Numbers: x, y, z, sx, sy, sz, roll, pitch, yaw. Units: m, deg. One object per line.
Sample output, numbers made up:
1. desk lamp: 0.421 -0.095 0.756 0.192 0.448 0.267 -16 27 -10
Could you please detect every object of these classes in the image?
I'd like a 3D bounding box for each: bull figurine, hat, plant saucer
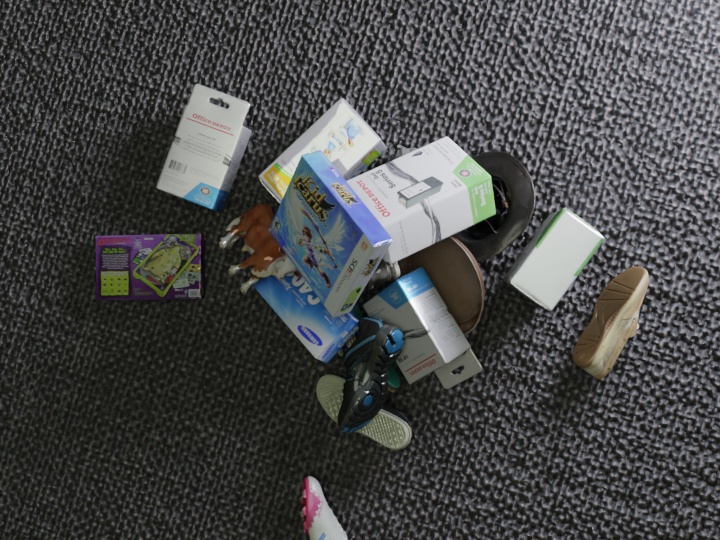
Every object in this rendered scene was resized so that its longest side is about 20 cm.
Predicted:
1. bull figurine: -0.174 -0.033 1.698 0.121 0.065 0.200 -30 45 6
2. hat: 0.218 -0.099 1.664 0.200 0.081 0.201 -9 73 31
3. plant saucer: 0.137 0.015 1.651 0.034 0.200 0.200 -26 83 -38

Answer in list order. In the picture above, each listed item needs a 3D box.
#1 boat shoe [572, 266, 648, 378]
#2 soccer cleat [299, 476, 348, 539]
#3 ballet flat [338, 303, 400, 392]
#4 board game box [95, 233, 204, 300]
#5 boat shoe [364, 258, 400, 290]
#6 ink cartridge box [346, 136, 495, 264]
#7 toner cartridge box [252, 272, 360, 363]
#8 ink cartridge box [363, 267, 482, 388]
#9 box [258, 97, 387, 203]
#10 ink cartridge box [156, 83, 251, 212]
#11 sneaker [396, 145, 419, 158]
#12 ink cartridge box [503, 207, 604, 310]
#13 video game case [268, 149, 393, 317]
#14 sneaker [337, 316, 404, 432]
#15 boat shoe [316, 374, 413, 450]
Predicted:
1. boat shoe: 0.431 0.087 1.647 0.064 0.071 0.200 36 85 -27
2. soccer cleat: -0.059 0.456 1.707 0.086 0.070 0.200 -5 90 -8
3. ballet flat: -0.004 0.137 1.711 0.075 0.068 0.200 -36 77 28
4. board game box: -0.384 -0.006 1.782 0.200 0.032 0.120 0 92 7
5. boat shoe: 0.000 0.000 1.640 0.057 0.200 0.067 -21 95 -21
6. ink cartridge box: 0.095 -0.116 1.582 0.200 0.084 0.146 -25 43 -13
7. toner cartridge box: -0.094 0.058 1.694 0.095 0.043 0.200 -48 60 5
8. ink cartridge box: 0.104 0.111 1.651 0.200 0.067 0.116 59 141 6
9. box: -0.064 -0.188 1.697 0.200 0.112 0.101 -42 85 5
10. ink cartridge box: -0.272 -0.218 1.752 0.116 0.067 0.200 21 92 9
11. sneaker: 0.065 -0.124 1.706 0.082 0.075 0.200 20 81 17
12. ink cartridge box: 0.311 -0.018 1.596 0.084 0.200 0.146 36 94 5
13. video game case: -0.054 -0.057 1.557 0.200 0.045 0.181 52 137 21
14. sneaker: 0.005 0.174 1.640 0.082 0.073 0.200 29 99 38
15. boat shoe: 0.008 0.247 1.702 0.200 0.062 0.075 29 97 23
